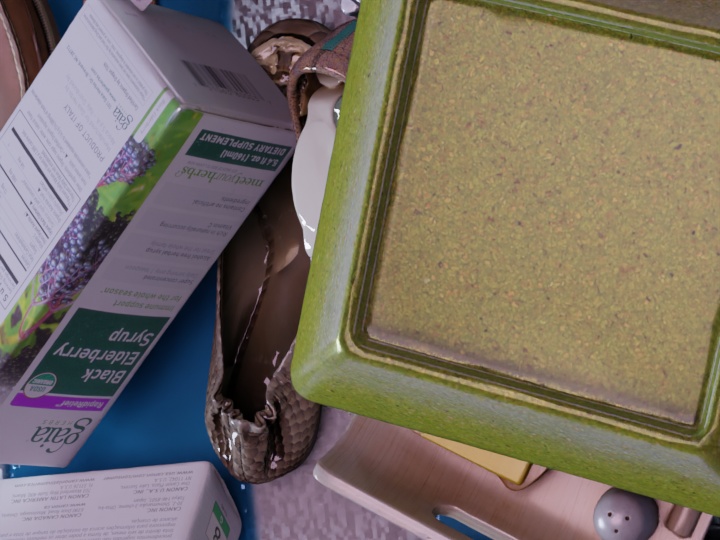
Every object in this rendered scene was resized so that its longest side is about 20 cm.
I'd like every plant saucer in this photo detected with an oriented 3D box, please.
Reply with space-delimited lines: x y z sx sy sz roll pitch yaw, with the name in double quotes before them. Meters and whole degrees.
"plant saucer" 0.075 -0.023 0.819 0.199 0.048 0.201 14 101 17

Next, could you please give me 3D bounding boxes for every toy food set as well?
"toy food set" 0.083 0.018 0.871 0.143 0.060 0.201 26 96 14

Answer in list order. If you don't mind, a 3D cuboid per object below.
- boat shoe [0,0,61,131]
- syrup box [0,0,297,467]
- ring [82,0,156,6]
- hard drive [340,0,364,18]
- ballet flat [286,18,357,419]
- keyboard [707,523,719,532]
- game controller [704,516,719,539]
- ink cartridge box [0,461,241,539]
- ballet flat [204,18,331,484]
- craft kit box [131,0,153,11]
"boat shoe" -0.196 -0.138 1.047 0.072 0.068 0.201 -30 79 17
"syrup box" -0.119 -0.013 1.003 0.200 0.079 0.082 -54 54 21
"ring" -0.186 -0.128 1.090 0.199 0.019 0.202 0 89 23
"hard drive" 0.043 -0.204 0.866 0.139 0.038 0.201 -11 84 22
"ballet flat" 0.000 0.000 0.959 0.068 0.067 0.201 -3 103 32
"keyboard" 0.087 0.148 0.932 0.199 0.040 0.105 2 114 28
"game controller" 0.109 0.042 0.936 0.104 0.042 0.201 -24 90 43
"ink cartridge box" -0.149 0.171 0.987 0.160 0.050 0.201 -6 43 22
"ballet flat" -0.037 -0.008 1.010 0.067 0.046 0.201 8 92 22
"craft kit box" -0.107 -0.209 0.873 0.197 0.200 0.049 43 65 -7
